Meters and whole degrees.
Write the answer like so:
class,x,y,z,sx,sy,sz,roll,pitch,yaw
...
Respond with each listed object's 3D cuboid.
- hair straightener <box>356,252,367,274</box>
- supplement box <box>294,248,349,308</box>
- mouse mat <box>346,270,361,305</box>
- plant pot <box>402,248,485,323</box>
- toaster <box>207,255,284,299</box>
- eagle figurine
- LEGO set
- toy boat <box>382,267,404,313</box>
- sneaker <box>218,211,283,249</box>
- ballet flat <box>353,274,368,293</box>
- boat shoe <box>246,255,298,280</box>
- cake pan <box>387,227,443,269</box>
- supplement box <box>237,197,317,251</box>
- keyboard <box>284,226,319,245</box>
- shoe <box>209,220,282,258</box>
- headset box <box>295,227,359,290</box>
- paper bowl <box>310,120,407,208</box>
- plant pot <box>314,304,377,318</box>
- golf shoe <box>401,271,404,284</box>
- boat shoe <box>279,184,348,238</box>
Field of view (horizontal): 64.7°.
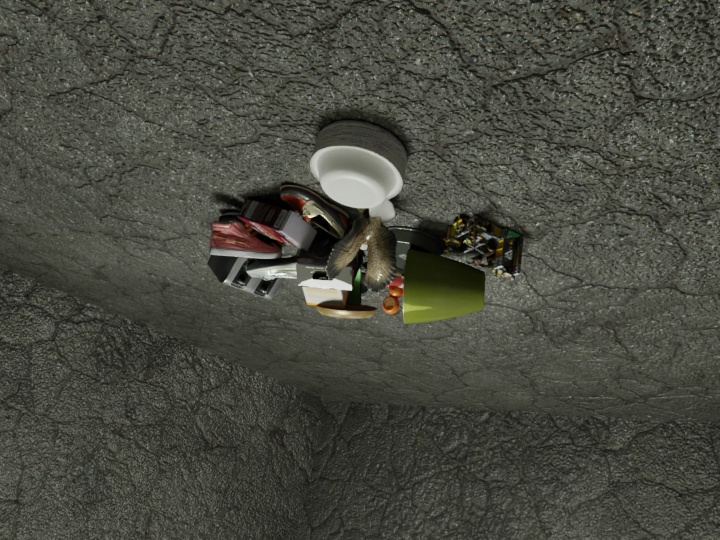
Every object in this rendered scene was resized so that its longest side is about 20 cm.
class,x,y,z,sx,sy,sz,roll,pitch,yaw
hair straightener,0.000,0.000,1.588,0.076,0.041,0.200,29,-157,6
supplement box,-0.110,0.014,1.679,0.123,0.074,0.202,5,137,14
mouse mat,-0.073,0.028,1.740,0.157,0.008,0.203,11,135,10
plant pot,0.214,0.046,1.441,0.195,0.191,0.188,3,157,11
toaster,-0.343,-0.019,1.691,0.179,0.120,0.200,25,-170,-42
eagle figurine,0.013,-0.065,1.347,0.149,0.204,0.151,-1,152,24
LEGO set,0.295,-0.037,1.369,0.197,0.118,0.153,25,155,-27
toy boat,0.102,0.063,1.677,0.198,0.133,0.130,27,169,-31
sneaker,-0.310,-0.100,1.599,0.196,0.092,0.070,15,158,-5
ballet flat,-0.064,0.021,1.782,0.196,0.071,0.070,14,158,6
boat shoe,-0.216,0.001,1.571,0.197,0.066,0.075,-6,-158,-2
cake pan,0.126,-0.053,1.536,0.196,0.037,0.201,11,158,5
supplement box,-0.217,-0.120,1.463,0.198,0.062,0.109,20,168,43
keyboard,-0.177,-0.099,1.639,0.197,0.011,0.056,-8,144,41
shoe,-0.305,-0.083,1.533,0.196,0.093,0.071,4,-176,-17
headset box,-0.081,-0.027,1.473,0.145,0.201,0.076,4,124,6
paper bowl,-0.007,-0.204,1.167,0.196,0.106,0.201,12,159,5
plant pot,-0.045,0.125,1.768,0.195,0.028,0.200,5,-177,0
golf shoe,0.200,0.046,1.621,0.196,0.090,0.077,0,174,-31
boat shoe,-0.117,-0.147,1.418,0.198,0.064,0.071,27,156,-27
